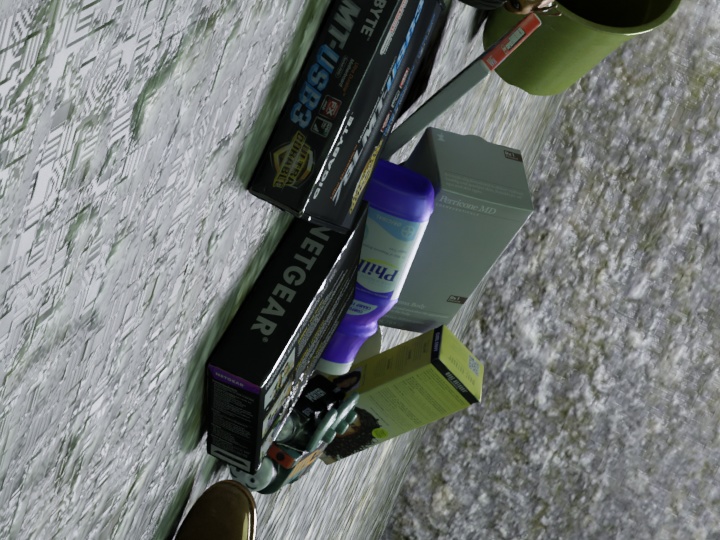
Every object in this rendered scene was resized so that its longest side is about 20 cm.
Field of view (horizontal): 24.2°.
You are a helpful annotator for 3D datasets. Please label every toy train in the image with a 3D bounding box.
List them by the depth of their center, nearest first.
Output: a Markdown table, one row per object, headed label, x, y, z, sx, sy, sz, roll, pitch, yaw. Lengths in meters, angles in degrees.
| label | x | y | z | sx | sy | sz | roll | pitch | yaw |
| --- | --- | --- | --- | --- | --- | --- | --- | --- | --- |
| toy train | -0.066 | 0.152 | 1.579 | 0.114 | 0.085 | 0.200 | -57 | 173 | 10 |

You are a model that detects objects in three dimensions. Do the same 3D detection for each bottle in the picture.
| label | x | y | z | sx | sy | sz | roll | pitch | yaw |
| --- | --- | --- | --- | --- | --- | --- | --- | --- | --- |
| bottle | 0.000 | 0.000 | 1.522 | 0.065 | 0.083 | 0.201 | -73 | -176 | -65 |

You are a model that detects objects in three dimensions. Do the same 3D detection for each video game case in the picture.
| label | x | y | z | sx | sy | sz | roll | pitch | yaw |
| --- | --- | --- | --- | --- | --- | --- | --- | --- | --- |
| video game case | 0.094 | -0.177 | 1.601 | 0.143 | 0.017 | 0.200 | -38 | -175 | 28 |

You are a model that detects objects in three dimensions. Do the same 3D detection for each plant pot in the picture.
| label | x | y | z | sx | sy | sz | roll | pitch | yaw |
| --- | --- | --- | --- | --- | --- | --- | --- | --- | --- |
| plant pot | 0.221 | -0.291 | 1.830 | 0.201 | 0.199 | 0.190 | -60 | -177 | -32 |

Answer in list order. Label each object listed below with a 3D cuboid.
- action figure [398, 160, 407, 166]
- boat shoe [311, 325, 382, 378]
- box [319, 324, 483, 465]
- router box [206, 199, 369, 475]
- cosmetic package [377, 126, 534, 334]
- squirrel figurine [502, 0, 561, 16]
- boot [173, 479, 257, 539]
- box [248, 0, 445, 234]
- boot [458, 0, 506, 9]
| label | x | y | z | sx | sy | sz | roll | pitch | yaw |
| --- | --- | --- | --- | --- | --- | --- | --- | --- | --- |
| action figure | 0.062 | -0.027 | 1.748 | 0.069 | 0.130 | 0.201 | -33 | 153 | -23 |
| boat shoe | -0.023 | 0.092 | 1.757 | 0.070 | 0.070 | 0.201 | -96 | -167 | -46 |
| box | 0.023 | 0.127 | 1.687 | 0.199 | 0.075 | 0.050 | -27 | -147 | 30 |
| router box | -0.060 | 0.047 | 1.382 | 0.150 | 0.051 | 0.201 | 100 | 17 | -56 |
| cosmetic package | 0.071 | -0.034 | 1.602 | 0.200 | 0.106 | 0.091 | 124 | -31 | -45 |
| squirrel figurine | 0.205 | -0.331 | 1.603 | 0.187 | 0.141 | 0.201 | -41 | -155 | 41 |
| boot | -0.151 | 0.271 | 1.426 | 0.201 | 0.073 | 0.075 | -63 | 162 | -2 |
| box | -0.004 | -0.131 | 1.241 | 0.198 | 0.049 | 0.202 | 16 | 98 | -83 |
| boot | 0.140 | -0.353 | 1.479 | 0.182 | 0.072 | 0.201 | 104 | 7 | -62 |
